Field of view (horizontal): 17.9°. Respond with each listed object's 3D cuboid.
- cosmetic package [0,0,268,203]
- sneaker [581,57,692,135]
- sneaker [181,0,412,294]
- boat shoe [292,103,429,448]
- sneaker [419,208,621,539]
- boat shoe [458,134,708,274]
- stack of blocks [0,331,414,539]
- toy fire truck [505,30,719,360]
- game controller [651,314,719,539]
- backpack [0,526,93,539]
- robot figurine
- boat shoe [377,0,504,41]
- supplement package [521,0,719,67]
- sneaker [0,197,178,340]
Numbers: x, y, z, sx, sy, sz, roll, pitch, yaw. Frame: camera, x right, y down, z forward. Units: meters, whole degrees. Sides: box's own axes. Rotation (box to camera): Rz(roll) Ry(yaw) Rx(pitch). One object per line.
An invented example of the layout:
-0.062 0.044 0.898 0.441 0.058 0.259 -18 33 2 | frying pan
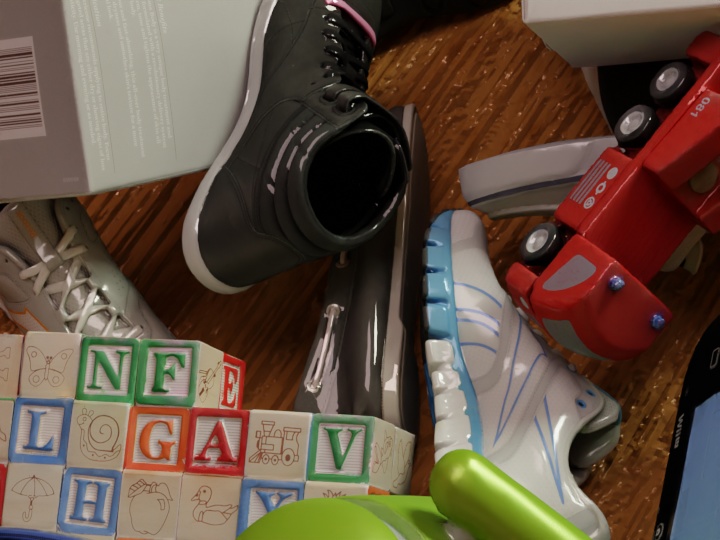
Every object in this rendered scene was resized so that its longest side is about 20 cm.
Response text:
-0.096 -0.099 1.112 0.090 0.108 0.199 -4 6 37 | cosmetic package
0.135 -0.122 1.149 0.067 0.108 0.202 -30 81 9 | sneaker
-0.007 -0.081 1.073 0.099 0.071 0.201 -6 55 47 | sneaker
0.000 0.000 1.089 0.056 0.067 0.201 -4 52 10 | boat shoe
0.071 0.055 1.021 0.086 0.075 0.201 -7 53 1 | sneaker
0.146 -0.031 1.059 0.198 0.072 0.066 -4 90 1 | boat shoe
-0.080 0.091 1.007 0.198 0.059 0.116 2 79 21 | stack of blocks
0.160 -0.037 0.951 0.200 0.049 0.141 -51 30 0 | toy fire truck
0.147 0.097 0.918 0.104 0.042 0.201 -31 38 55 | game controller
-0.139 0.185 0.885 0.198 0.191 0.155 -4 48 18 | backpack
0.019 0.144 0.864 0.176 0.199 0.116 -55 51 24 | robot figurine
0.021 -0.176 1.235 0.199 0.076 0.074 -23 42 -2 | boat shoe
0.176 -0.165 1.021 0.198 0.121 0.121 -4 85 15 | supplement package
-0.143 0.014 1.109 0.075 0.092 0.200 -34 47 -11 | sneaker
